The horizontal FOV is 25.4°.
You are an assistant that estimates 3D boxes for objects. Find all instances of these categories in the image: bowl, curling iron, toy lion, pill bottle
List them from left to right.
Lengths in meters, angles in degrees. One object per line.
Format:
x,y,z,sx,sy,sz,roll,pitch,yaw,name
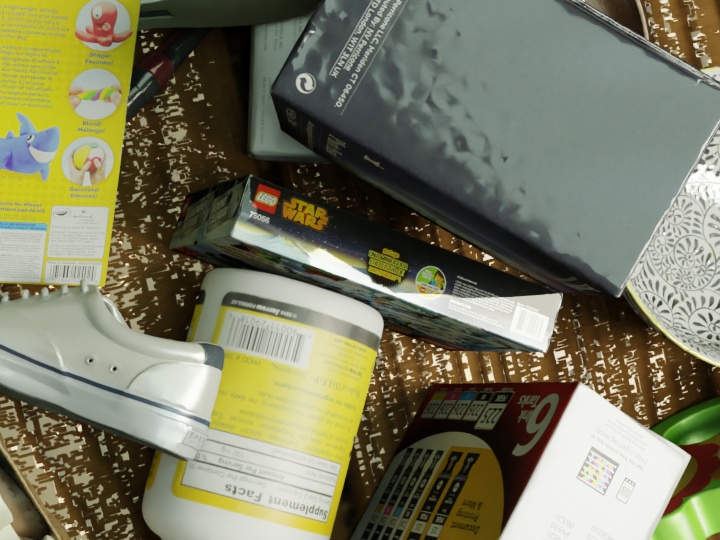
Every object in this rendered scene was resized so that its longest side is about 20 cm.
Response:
-0.134,-0.121,0.952,0.049,0.026,0.200,34,80,6,curling iron
-0.062,0.108,0.920,0.111,0.111,0.201,18,81,-19,pill bottle
0.200,0.132,1.002,0.069,0.191,0.200,65,29,-8,toy lion
0.233,-0.023,1.043,0.200,0.094,0.202,3,77,-15,bowl

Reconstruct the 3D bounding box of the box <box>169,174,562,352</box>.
0.000,0.000,0.936,0.199,0.137,0.040,21,80,-20,box

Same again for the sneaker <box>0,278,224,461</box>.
-0.167,0.039,0.880,0.199,0.073,0.071,20,77,8,sneaker

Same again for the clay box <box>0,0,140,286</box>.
-0.187,-0.091,0.870,0.114,0.048,0.201,3,114,-20,clay box

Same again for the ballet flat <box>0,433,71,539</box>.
-0.201,0.138,0.885,0.068,0.072,0.201,-29,98,-20,ballet flat

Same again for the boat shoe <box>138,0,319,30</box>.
-0.106,-0.180,0.915,0.200,0.070,0.072,-4,81,4,boat shoe

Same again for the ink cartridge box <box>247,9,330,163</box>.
0.033,-0.145,0.970,0.199,0.050,0.163,2,90,-5,ink cartridge box

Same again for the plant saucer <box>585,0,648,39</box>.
0.078,-0.129,0.994,0.199,0.032,0.201,0,91,6,plant saucer

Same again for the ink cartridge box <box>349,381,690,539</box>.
0.072,0.159,0.920,0.084,0.200,0.176,33,75,-15,ink cartridge box

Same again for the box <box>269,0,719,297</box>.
0.065,-0.083,0.846,0.198,0.200,0.124,29,90,-1,box
